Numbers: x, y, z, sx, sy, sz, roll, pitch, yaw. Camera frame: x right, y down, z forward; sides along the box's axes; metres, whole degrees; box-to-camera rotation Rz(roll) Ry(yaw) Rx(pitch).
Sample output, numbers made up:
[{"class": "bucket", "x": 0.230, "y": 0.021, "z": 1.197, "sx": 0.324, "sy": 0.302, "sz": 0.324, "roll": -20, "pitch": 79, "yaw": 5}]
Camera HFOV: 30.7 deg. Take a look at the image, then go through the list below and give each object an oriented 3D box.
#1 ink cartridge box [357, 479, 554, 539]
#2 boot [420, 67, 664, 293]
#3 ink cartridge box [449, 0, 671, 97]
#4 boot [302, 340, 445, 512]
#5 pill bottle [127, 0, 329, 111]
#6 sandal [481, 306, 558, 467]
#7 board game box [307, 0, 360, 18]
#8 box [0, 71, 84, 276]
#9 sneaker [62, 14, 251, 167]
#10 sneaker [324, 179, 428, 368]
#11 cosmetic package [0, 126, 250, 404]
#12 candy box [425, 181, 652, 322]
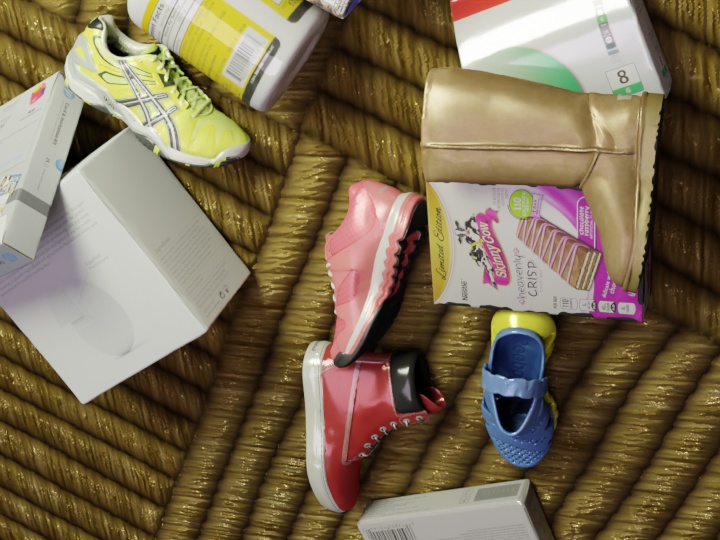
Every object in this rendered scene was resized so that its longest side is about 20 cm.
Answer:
[{"class": "ink cartridge box", "x": 0.118, "y": 0.322, "z": 1.434, "sx": 0.199, "sy": 0.045, "sz": 0.177, "roll": -12, "pitch": 113, "yaw": 27}, {"class": "boot", "x": 0.151, "y": -0.078, "z": 1.113, "sx": 0.199, "sy": 0.066, "sz": 0.177, "roll": 6, "pitch": 97, "yaw": 17}, {"class": "ink cartridge box", "x": 0.153, "y": -0.216, "z": 1.108, "sx": 0.160, "sy": 0.050, "sz": 0.201, "roll": -16, "pitch": 114, "yaw": 28}, {"class": "boot", "x": 0.019, "y": 0.173, "z": 1.373, "sx": 0.143, "sy": 0.072, "sz": 0.201, "roll": 5, "pitch": 117, "yaw": 17}, {"class": "pill bottle", "x": -0.136, "y": -0.241, "z": 1.165, "sx": 0.199, "sy": 0.111, "sz": 0.111, "roll": 36, "pitch": 125, "yaw": -1}, {"class": "sandal", "x": 0.149, "y": 0.129, "z": 1.274, "sx": 0.079, "sy": 0.087, "sz": 0.201, "roll": 4, "pitch": 135, "yaw": 17}, {"class": "board game box", "x": -0.058, "y": -0.335, "z": 1.088, "sx": 0.199, "sy": 0.097, "sz": 0.160, "roll": 28, "pitch": 125, "yaw": 4}, {"class": "box", "x": -0.350, "y": -0.081, "z": 1.278, "sx": 0.155, "sy": 0.201, "sz": 0.041, "roll": -20, "pitch": 140, "yaw": 39}, {"class": "sneaker", "x": -0.192, "y": -0.168, "z": 1.252, "sx": 0.199, "sy": 0.076, "sz": 0.077, "roll": 30, "pitch": 126, "yaw": 1}, {"class": "sneaker", "x": 0.000, "y": 0.000, "z": 1.286, "sx": 0.086, "sy": 0.074, "sz": 0.201, "roll": 29, "pitch": 116, "yaw": 18}, {"class": "cosmetic package", "x": -0.259, "y": -0.006, "z": 1.342, "sx": 0.199, "sy": 0.123, "sz": 0.200, "roll": -29, "pitch": 107, "yaw": 32}, {"class": "candy box", "x": 0.164, "y": -0.032, "z": 1.201, "sx": 0.199, "sy": 0.061, "sz": 0.137, "roll": 4, "pitch": 120, "yaw": 19}]
